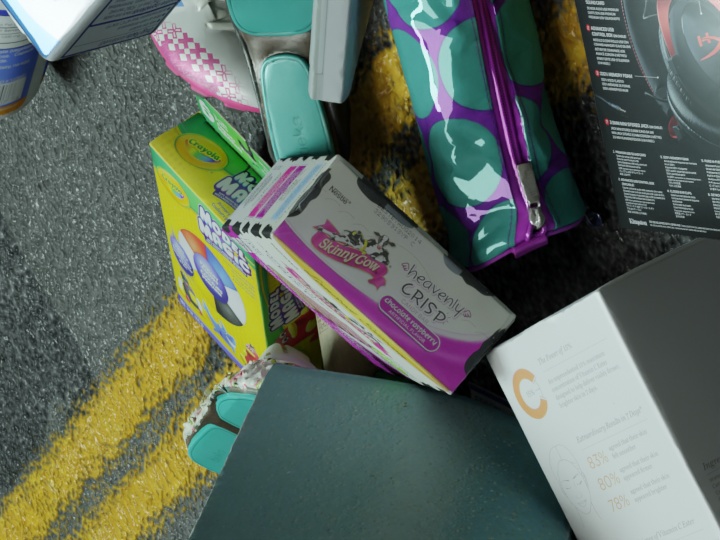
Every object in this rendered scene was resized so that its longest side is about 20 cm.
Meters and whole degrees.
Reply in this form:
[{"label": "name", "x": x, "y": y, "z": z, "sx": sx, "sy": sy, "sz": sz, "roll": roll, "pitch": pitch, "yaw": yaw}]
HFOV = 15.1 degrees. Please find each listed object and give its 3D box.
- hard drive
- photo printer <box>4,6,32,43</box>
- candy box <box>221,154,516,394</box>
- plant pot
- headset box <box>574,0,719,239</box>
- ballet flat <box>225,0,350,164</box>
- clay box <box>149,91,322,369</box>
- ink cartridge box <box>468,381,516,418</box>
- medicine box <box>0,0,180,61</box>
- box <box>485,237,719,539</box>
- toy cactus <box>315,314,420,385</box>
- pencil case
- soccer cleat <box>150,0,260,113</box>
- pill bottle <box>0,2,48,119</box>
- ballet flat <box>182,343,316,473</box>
[{"label": "hard drive", "x": -0.003, "y": -0.212, "z": 1.493, "sx": 0.026, "sy": 0.132, "sz": 0.201, "roll": 8, "pitch": 128, "yaw": 4}, {"label": "photo printer", "x": -0.165, "y": -0.260, "z": 1.678, "sx": 0.200, "sy": 0.069, "sz": 0.167, "roll": -48, "pitch": 58, "yaw": 27}, {"label": "candy box", "x": 0.000, "y": 0.000, "z": 1.548, "sx": 0.136, "sy": 0.061, "sz": 0.200, "roll": 42, "pitch": 174, "yaw": -9}, {"label": "plant pot", "x": 0.033, "y": 0.186, "z": 1.528, "sx": 0.198, "sy": 0.196, "sz": 0.197, "roll": 0, "pitch": 123, "yaw": 18}, {"label": "headset box", "x": 0.179, "y": -0.120, "z": 1.313, "sx": 0.148, "sy": 0.075, "sz": 0.201, "roll": 8, "pitch": 116, "yaw": 54}, {"label": "ballet flat", "x": -0.042, "y": -0.147, "z": 1.625, "sx": 0.067, "sy": 0.069, "sz": 0.201, "roll": 3, "pitch": 123, "yaw": 15}, {"label": "clay box", "x": -0.080, "y": -0.014, "z": 1.746, "sx": 0.115, "sy": 0.047, "sz": 0.201, "roll": 45, "pitch": 159, "yaw": 30}, {"label": "ink cartridge box", "x": 0.116, "y": 0.162, "z": 1.623, "sx": 0.099, "sy": 0.039, "sz": 0.201, "roll": 27, "pitch": 132, "yaw": 46}, {"label": "medicine box", "x": -0.146, "y": -0.253, "z": 1.520, "sx": 0.183, "sy": 0.103, "sz": 0.200, "roll": 52, "pitch": 124, "yaw": 9}, {"label": "box", "x": 0.173, "y": 0.099, "z": 1.442, "sx": 0.201, "sy": 0.097, "sz": 0.124, "roll": 63, "pitch": 148, "yaw": 4}, {"label": "toy cactus", "x": 0.002, "y": 0.097, "z": 1.714, "sx": 0.166, "sy": 0.102, "sz": 0.200, "roll": 71, "pitch": 158, "yaw": 12}, {"label": "pencil case", "x": 0.066, "y": -0.106, "z": 1.481, "sx": 0.092, "sy": 0.085, "sz": 0.201, "roll": -159, "pitch": 51, "yaw": -69}, {"label": "soccer cleat", "x": -0.106, "y": -0.181, "z": 1.704, "sx": 0.200, "sy": 0.070, "sz": 0.087, "roll": 45, "pitch": 136, "yaw": 28}, {"label": "pill bottle", "x": -0.256, "y": -0.204, "z": 1.870, "sx": 0.112, "sy": 0.112, "sz": 0.200, "roll": 52, "pitch": 145, "yaw": 21}, {"label": "ballet flat", "x": -0.062, "y": 0.080, "z": 1.708, "sx": 0.075, "sy": 0.064, "sz": 0.200, "roll": 31, "pitch": 158, "yaw": -15}]
